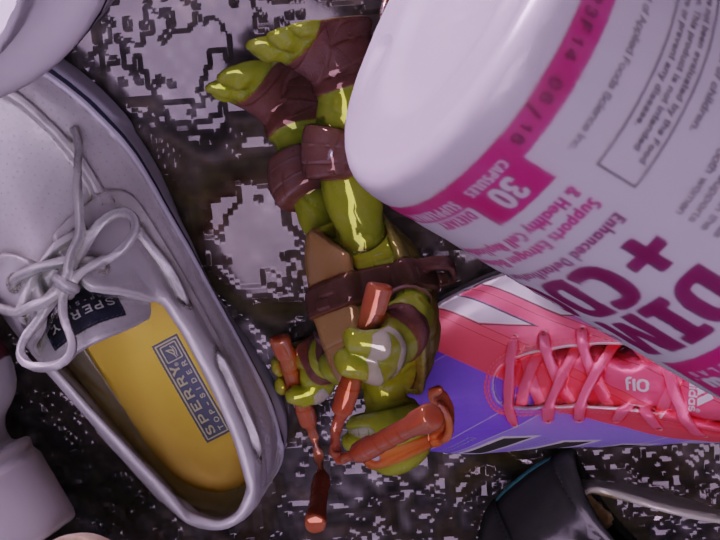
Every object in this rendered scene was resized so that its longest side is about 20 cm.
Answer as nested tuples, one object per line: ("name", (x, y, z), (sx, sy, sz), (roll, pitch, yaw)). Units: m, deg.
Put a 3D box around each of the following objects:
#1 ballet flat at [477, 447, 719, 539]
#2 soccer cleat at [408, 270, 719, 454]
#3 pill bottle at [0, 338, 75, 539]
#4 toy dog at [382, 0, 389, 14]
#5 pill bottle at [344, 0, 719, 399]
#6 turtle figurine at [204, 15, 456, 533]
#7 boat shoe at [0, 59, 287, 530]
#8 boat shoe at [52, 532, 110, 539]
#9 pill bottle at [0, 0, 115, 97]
("ballet flat", (0.137, 0.131, 0.868), (0.199, 0.068, 0.069), (32, 97, -6))
("soccer cleat", (0.099, 0.033, 0.835), (0.198, 0.073, 0.069), (-8, 107, 7))
("pill bottle", (-0.189, 0.025, 0.810), (0.114, 0.114, 0.201), (-32, 89, 12))
("toy dog", (0.068, -0.109, 0.774), (0.131, 0.096, 0.201), (-18, 105, 9))
("pill bottle", (0.105, -0.028, 0.716), (0.199, 0.114, 0.114), (29, 107, -21))
("turtle figurine", (0.000, 0.000, 0.793), (0.064, 0.200, 0.162), (-13, 85, -10))
("boat shoe", (-0.096, 0.009, 0.833), (0.074, 0.086, 0.203), (-28, 103, 11))
("boat shoe", (-0.148, 0.158, 0.795), (0.200, 0.065, 0.072), (-39, 58, 5))
("pill bottle", (-0.124, -0.113, 0.738), (0.110, 0.200, 0.112), (1, 107, 3))
